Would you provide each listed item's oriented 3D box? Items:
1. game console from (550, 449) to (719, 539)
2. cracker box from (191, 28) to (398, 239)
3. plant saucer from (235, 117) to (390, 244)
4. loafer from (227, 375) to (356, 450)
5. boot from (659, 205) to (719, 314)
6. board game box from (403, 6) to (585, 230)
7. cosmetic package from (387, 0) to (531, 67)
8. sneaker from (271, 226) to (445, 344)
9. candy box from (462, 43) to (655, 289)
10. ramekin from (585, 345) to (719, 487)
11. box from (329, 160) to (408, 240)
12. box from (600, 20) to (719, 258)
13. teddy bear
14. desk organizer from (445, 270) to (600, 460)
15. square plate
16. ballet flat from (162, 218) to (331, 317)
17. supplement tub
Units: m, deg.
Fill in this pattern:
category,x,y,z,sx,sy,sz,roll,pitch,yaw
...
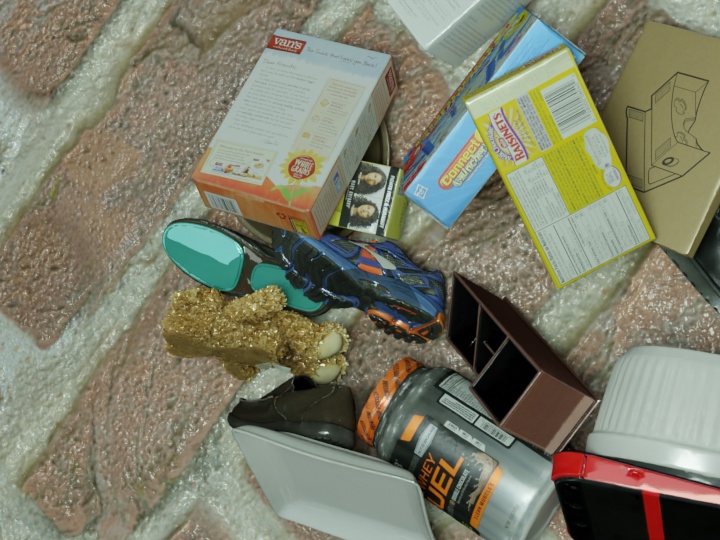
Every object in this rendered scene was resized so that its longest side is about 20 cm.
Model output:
category,x,y,z,sx,sy,sz,roll,pitch,yaw
game console,0.266,0.223,1.280,0.176,0.200,0.031,9,64,19
cracker box,-0.063,-0.140,1.412,0.133,0.058,0.201,17,64,21
plant saucer,-0.058,-0.121,1.502,0.199,0.029,0.201,-1,87,22
loafer,-0.063,0.145,1.448,0.200,0.073,0.072,-3,64,52
boot,0.370,-0.038,1.304,0.158,0.079,0.211,-42,74,15
board game box,0.121,-0.151,1.341,0.056,0.196,0.200,36,101,-7
cosmetic package,0.134,-0.300,1.394,0.200,0.101,0.071,-40,74,15
sneaker,0.000,0.000,1.429,0.199,0.079,0.075,30,139,-8
candy box,0.178,-0.090,1.249,0.102,0.026,0.201,-26,111,7
ramekin,0.310,0.137,1.264,0.199,0.200,0.106,10,81,21
box,-0.049,-0.087,1.455,0.199,0.050,0.076,14,91,21
box,0.291,-0.127,1.322,0.163,0.021,0.201,27,91,47
teddy bear,-0.105,0.065,1.467,0.199,0.145,0.067,4,57,18
desk organizer,0.135,0.085,1.336,0.072,0.077,0.200,-54,33,11
square plate,-0.015,0.221,1.404,0.199,0.198,0.029,13,59,21
ballet flat,-0.115,-0.001,1.495,0.199,0.068,0.068,24,101,11
supplement tub,0.103,0.177,1.377,0.200,0.122,0.123,32,99,20
